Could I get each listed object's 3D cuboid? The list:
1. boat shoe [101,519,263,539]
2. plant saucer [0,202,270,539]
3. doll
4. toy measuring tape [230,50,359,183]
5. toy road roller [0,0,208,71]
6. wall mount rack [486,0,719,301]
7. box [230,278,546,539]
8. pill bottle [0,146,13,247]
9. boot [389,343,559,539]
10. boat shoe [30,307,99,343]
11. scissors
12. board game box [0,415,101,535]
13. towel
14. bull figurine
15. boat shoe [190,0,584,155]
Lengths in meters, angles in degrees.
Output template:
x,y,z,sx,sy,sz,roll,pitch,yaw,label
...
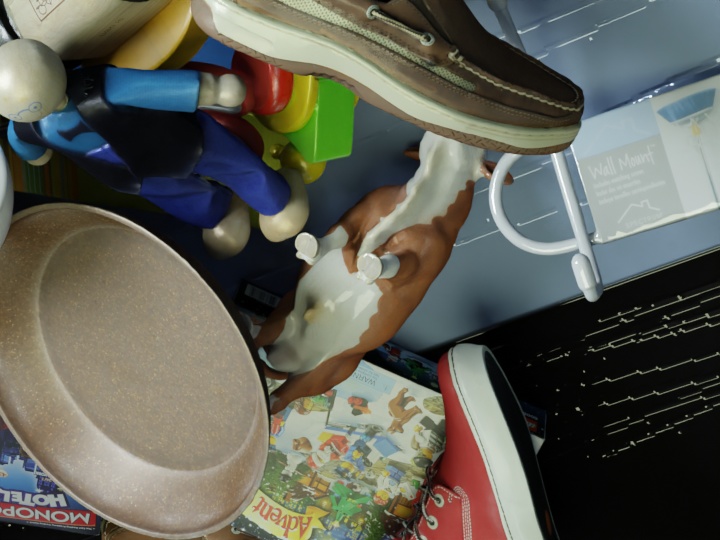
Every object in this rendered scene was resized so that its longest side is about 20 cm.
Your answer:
x,y,z,sx,sy,sz,roll,pitch,yaw,label
-0.072,0.180,1.546,0.199,0.068,0.072,2,128,13,boat shoe
-0.122,0.049,1.333,0.200,0.037,0.201,19,126,28,plant saucer
-0.109,-0.067,1.238,0.136,0.049,0.200,-17,150,34,doll
-0.031,-0.143,1.297,0.073,0.074,0.201,7,112,9,toy measuring tape
-0.138,-0.189,1.262,0.123,0.146,0.201,-36,75,34,toy road roller
0.148,-0.085,1.271,0.199,0.075,0.175,-18,89,11,wall mount rack
-0.008,0.107,1.471,0.199,0.038,0.137,23,113,-4,box
-0.248,-0.032,1.308,0.109,0.110,0.200,36,159,-14,pill bottle
0.035,0.141,1.424,0.143,0.073,0.201,-10,116,11,boot
-0.153,0.008,1.413,0.199,0.069,0.084,24,169,5,boat shoe
-0.136,-0.089,1.334,0.199,0.014,0.073,8,144,29,scissors
-0.250,0.096,1.521,0.199,0.062,0.200,9,139,-4,board game box
-0.134,-0.071,1.402,0.199,0.018,0.086,9,132,7,towel
0.000,0.000,1.344,0.065,0.121,0.200,43,121,16,bull figurine
0.024,-0.118,1.193,0.201,0.075,0.075,18,116,-16,boat shoe
